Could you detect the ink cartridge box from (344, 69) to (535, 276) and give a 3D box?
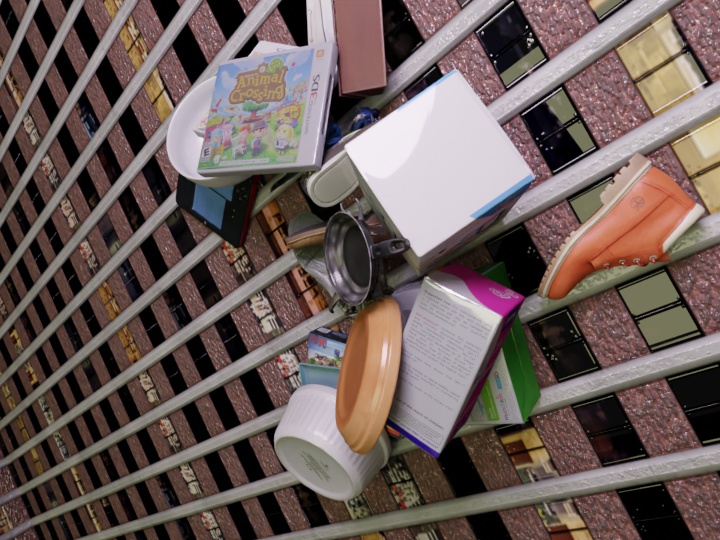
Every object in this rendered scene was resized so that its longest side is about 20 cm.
[{"bbox_3d":[0.090,-0.100,0.617,0.146,0.200,0.147,-34,81,2],"label":"ink cartridge box"}]

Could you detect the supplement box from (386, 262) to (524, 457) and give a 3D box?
[{"bbox_3d":[0.106,0.106,0.627,0.103,0.101,0.202,28,115,25],"label":"supplement box"}]

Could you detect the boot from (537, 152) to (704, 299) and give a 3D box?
[{"bbox_3d":[0.297,-0.023,0.600,0.107,0.075,0.201,40,120,14],"label":"boot"}]

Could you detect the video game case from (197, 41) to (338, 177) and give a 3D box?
[{"bbox_3d":[-0.133,-0.224,0.719,0.198,0.022,0.184,2,76,25],"label":"video game case"}]

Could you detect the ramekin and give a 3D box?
[{"bbox_3d":[-0.055,0.297,0.863,0.201,0.094,0.204,18,133,21],"label":"ramekin"}]

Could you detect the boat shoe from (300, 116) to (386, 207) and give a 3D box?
[{"bbox_3d":[0.005,-0.165,0.714,0.061,0.200,0.072,44,165,54],"label":"boat shoe"}]

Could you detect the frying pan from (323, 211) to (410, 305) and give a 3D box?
[{"bbox_3d":[0.002,-0.032,0.598,0.190,0.031,0.116,-49,57,53],"label":"frying pan"}]

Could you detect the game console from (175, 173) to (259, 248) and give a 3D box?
[{"bbox_3d":[-0.282,-0.162,0.983,0.199,0.031,0.178,34,118,23],"label":"game console"}]

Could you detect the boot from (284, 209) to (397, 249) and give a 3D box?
[{"bbox_3d":[-0.017,-0.046,0.777,0.198,0.074,0.076,-9,108,9],"label":"boot"}]

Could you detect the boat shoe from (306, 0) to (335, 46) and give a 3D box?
[{"bbox_3d":[-0.061,-0.423,0.745,0.069,0.071,0.202,4,109,29],"label":"boat shoe"}]

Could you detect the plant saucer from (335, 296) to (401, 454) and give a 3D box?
[{"bbox_3d":[0.004,0.130,0.661,0.037,0.201,0.202,14,115,-10],"label":"plant saucer"}]

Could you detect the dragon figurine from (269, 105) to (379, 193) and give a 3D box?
[{"bbox_3d":[-0.051,-0.181,0.756,0.100,0.198,0.059,94,153,-49],"label":"dragon figurine"}]

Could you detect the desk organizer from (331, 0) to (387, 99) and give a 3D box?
[{"bbox_3d":[0.011,-0.351,0.713,0.076,0.072,0.202,2,103,31],"label":"desk organizer"}]

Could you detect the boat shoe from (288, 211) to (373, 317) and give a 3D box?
[{"bbox_3d":[-0.047,-0.008,0.839,0.074,0.065,0.202,-40,79,3],"label":"boat shoe"}]

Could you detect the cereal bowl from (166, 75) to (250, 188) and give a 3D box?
[{"bbox_3d":[-0.225,-0.229,0.873,0.198,0.083,0.202,-6,71,17],"label":"cereal bowl"}]

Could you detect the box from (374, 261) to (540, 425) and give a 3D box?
[{"bbox_3d":[0.135,0.110,0.726,0.175,0.096,0.202,-16,93,36],"label":"box"}]

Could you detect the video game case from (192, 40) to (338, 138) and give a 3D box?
[{"bbox_3d":[-0.138,-0.268,0.785,0.181,0.023,0.201,21,71,28],"label":"video game case"}]

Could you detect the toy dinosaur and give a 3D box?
[{"bbox_3d":[0.000,0.000,0.734,0.201,0.076,0.103,108,159,-56],"label":"toy dinosaur"}]

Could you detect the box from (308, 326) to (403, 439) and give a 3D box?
[{"bbox_3d":[-0.002,0.188,0.874,0.199,0.038,0.138,12,108,32],"label":"box"}]

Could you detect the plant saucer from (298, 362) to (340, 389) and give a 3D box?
[{"bbox_3d":[-0.020,0.194,0.853,0.199,0.019,0.071,0,102,35],"label":"plant saucer"}]
